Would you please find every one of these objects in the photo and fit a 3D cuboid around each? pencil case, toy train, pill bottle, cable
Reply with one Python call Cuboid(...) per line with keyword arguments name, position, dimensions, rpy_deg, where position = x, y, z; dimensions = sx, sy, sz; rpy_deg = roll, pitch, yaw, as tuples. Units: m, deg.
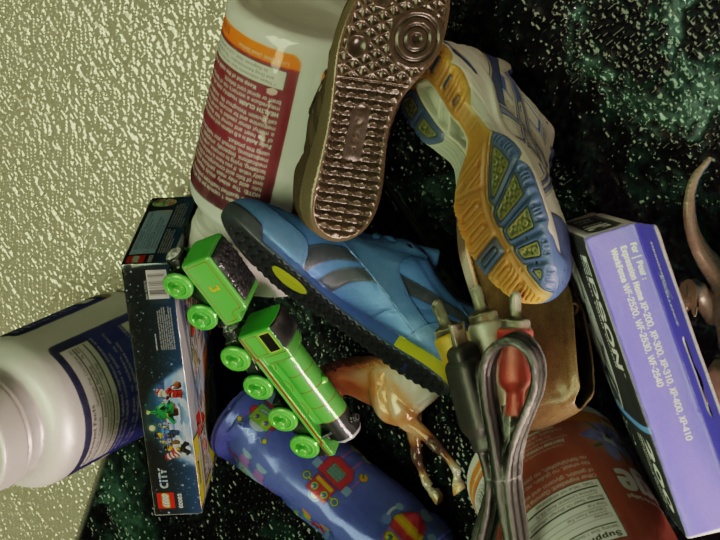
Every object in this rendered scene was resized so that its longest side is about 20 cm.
Cuboid(name="pencil case", position=(-0.021, 0.166, 1.473), dimensions=(0.200, 0.078, 0.087), rpy_deg=(41, 163, 16))
Cuboid(name="toy train", position=(-0.066, 0.055, 1.388), dimensions=(0.056, 0.042, 0.200), rpy_deg=(-20, 120, 31))
Cuboid(name="pill bottle", position=(-0.057, -0.091, 1.388), dimensions=(0.114, 0.114, 0.201), rpy_deg=(28, 119, 24))
Cuboid(name="pill bottle", position=(0.152, 0.190, 1.285), dimensions=(0.112, 0.112, 0.200), rpy_deg=(-64, 33, 31))
Cuboid(name="pill bottle", position=(-0.239, 0.099, 1.523), dimensions=(0.119, 0.200, 0.120), rpy_deg=(12, 112, 32))
Cuboid(name="cable", position=(0.095, 0.109, 1.239), dimensions=(0.097, 0.050, 0.201), rpy_deg=(-7, 99, 47))

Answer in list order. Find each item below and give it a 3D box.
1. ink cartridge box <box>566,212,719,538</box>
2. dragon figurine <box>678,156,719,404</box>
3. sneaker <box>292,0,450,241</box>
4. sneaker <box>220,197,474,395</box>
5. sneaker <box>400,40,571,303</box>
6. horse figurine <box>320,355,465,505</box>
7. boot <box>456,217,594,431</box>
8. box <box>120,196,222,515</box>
Cuboid(name="ink cartridge box", position=(0.182, 0.063, 1.234), dimensions=(0.043, 0.200, 0.199), rpy_deg=(-20, 94, -1))
Cuboid(name="dragon figurine", position=(0.246, 0.032, 1.248), dimensions=(0.059, 0.099, 0.201), rpy_deg=(-27, 76, 30))
Cuboid(name="sneaker", position=(-0.004, -0.122, 1.280), dimensions=(0.076, 0.070, 0.201), rpy_deg=(38, 110, 64))
Cuboid(name="sneaker", position=(0.000, 0.000, 1.341), dimensions=(0.200, 0.079, 0.066), rpy_deg=(34, 166, -2))
Cuboid(name="sneaker", position=(0.101, -0.069, 1.275), dimensions=(0.075, 0.088, 0.200), rpy_deg=(-45, 56, 40))
Cuboid(name="horse figurine", position=(0.059, 0.086, 1.407), dimensions=(0.200, 0.050, 0.133), rpy_deg=(-39, 84, 39))
Cuboid(name="boot", position=(0.111, 0.009, 1.308), dimensions=(0.075, 0.074, 0.201), rpy_deg=(-19, 66, 28))
Cuboid(name="box", position=(-0.137, 0.062, 1.470), dimensions=(0.038, 0.137, 0.201), rpy_deg=(-3, 112, 4))
